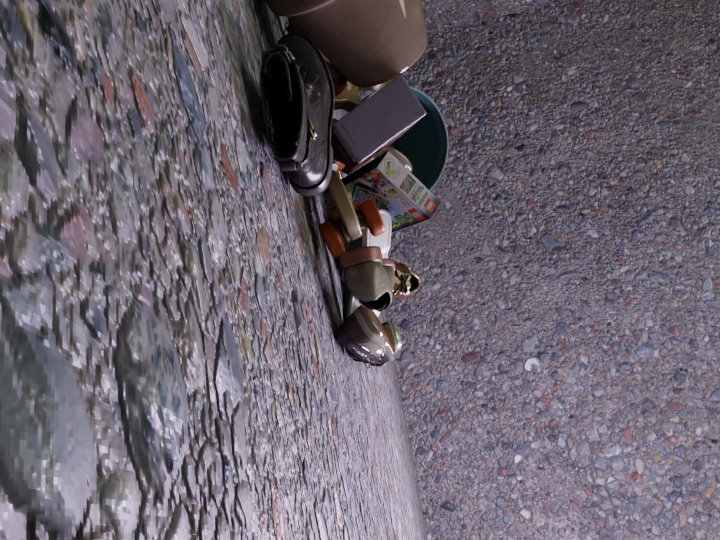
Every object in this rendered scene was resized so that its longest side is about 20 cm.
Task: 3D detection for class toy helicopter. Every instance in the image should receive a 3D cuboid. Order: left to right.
[{"bbox_3d":[-0.039,-0.105,0.931,0.134,0.078,0.200,64,-3,-13],"label":"toy helicopter"},{"bbox_3d":[-0.026,-0.278,0.941,0.079,0.198,0.133,-48,-116,43],"label":"toy helicopter"}]

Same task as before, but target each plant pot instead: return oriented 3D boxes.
[{"bbox_3d":[-0.001,-0.326,0.805,0.175,0.198,0.201,55,17,-35],"label":"plant pot"},{"bbox_3d":[0.041,-0.226,1.204,0.134,0.198,0.203,21,-53,63],"label":"plant pot"}]

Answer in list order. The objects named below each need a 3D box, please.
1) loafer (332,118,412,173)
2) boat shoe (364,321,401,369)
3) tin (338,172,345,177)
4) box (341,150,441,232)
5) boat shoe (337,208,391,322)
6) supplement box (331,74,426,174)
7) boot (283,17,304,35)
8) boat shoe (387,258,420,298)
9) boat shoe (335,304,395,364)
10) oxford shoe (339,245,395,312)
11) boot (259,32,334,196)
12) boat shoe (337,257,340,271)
[{"bbox_3d":[-0.004,-0.184,1.072,0.076,0.198,0.068,29,-83,60],"label":"loafer"},{"bbox_3d":[0.022,0.133,1.184,0.200,0.061,0.076,123,-48,-73],"label":"boat shoe"},{"bbox_3d":[-0.050,-0.179,1.192,0.201,0.041,0.113,74,2,-52],"label":"tin"},{"bbox_3d":[0.028,-0.109,1.018,0.110,0.035,0.199,41,-20,-14],"label":"box"},{"bbox_3d":[0.000,0.000,1.020,0.061,0.072,0.203,22,-70,44],"label":"boat shoe"},{"bbox_3d":[0.015,-0.192,0.914,0.061,0.108,0.200,54,-2,-7],"label":"supplement box"},{"bbox_3d":[-0.090,-0.357,0.973,0.201,0.075,0.074,54,36,-36],"label":"boot"},{"bbox_3d":[0.060,0.013,1.185,0.200,0.067,0.073,-11,115,-71],"label":"boat shoe"},{"bbox_3d":[0.006,0.101,0.969,0.073,0.064,0.200,62,0,18],"label":"boat shoe"},{"bbox_3d":[0.013,0.022,0.895,0.200,0.069,0.076,32,44,-76],"label":"oxford shoe"},{"bbox_3d":[-0.065,-0.177,0.666,0.174,0.068,0.203,63,18,-80],"label":"boot"},{"bbox_3d":[-0.012,-0.007,1.165,0.201,0.062,0.074,67,38,-62],"label":"boat shoe"}]
